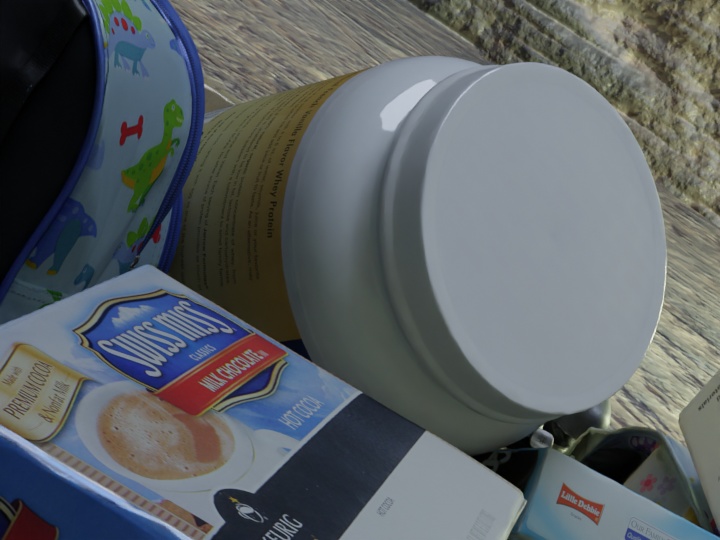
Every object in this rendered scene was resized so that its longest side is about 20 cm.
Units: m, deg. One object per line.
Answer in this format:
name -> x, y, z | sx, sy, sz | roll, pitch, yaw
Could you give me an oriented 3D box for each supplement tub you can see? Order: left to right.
supplement tub -> 0.000, 0.000, 0.844 | 0.144, 0.145, 0.200 | 23, -22, -36

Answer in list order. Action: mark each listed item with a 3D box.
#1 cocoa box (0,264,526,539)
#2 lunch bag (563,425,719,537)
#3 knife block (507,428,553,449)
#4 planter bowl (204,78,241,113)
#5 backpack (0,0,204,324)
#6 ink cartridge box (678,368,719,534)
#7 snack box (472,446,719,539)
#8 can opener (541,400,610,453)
cocoa box -> -0.055, 0.094, 0.555 | 0.131, 0.134, 0.200 | 31, 11, 5
lunch bag -> 0.175, 0.166, 0.997 | 0.169, 0.127, 0.200 | 27, 24, -23
knife block -> 0.046, 0.023, 1.001 | 0.064, 0.176, 0.200 | 33, 34, -16
planter bowl -> -0.106, -0.022, 1.000 | 0.200, 0.135, 0.200 | 30, 12, -7
backpack -> -0.149, -0.034, 0.777 | 0.183, 0.200, 0.147 | 36, 12, 21
ink cartridge box -> 0.222, 0.119, 0.880 | 0.144, 0.084, 0.200 | 26, 27, -24
snack box -> 0.057, 0.110, 0.896 | 0.116, 0.037, 0.200 | 29, -19, -24
can opener -> 0.108, 0.099, 1.228 | 0.053, 0.067, 0.200 | 30, 12, -9
